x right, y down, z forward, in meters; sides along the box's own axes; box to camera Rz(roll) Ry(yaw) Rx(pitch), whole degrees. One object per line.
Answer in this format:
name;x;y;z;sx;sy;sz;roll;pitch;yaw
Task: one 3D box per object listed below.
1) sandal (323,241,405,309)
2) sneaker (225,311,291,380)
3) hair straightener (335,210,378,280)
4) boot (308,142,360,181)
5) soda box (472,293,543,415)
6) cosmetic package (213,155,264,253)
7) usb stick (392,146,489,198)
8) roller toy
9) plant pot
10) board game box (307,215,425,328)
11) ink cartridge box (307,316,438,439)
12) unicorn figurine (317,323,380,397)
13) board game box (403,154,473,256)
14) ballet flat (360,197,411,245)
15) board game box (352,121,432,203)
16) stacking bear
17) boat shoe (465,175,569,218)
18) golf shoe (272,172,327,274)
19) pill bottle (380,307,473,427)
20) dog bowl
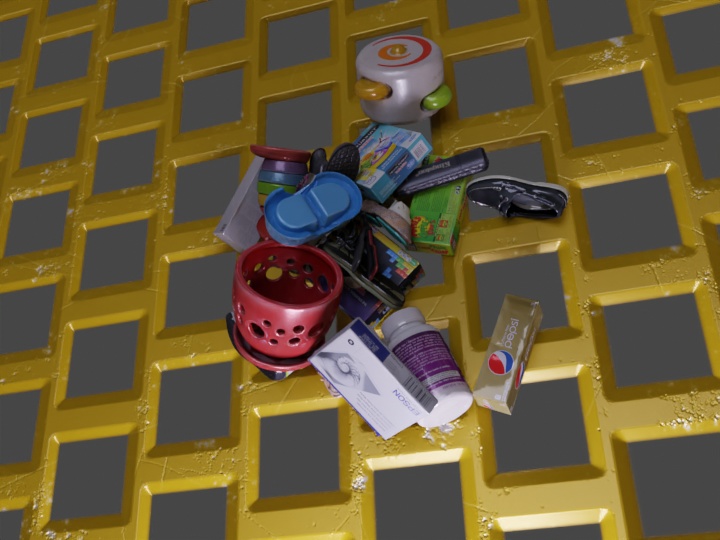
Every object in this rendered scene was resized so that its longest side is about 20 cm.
sandal;-0.002;0.014;1.616;0.201;0.080;0.057;44;121;23
sneaker;-0.187;0.144;1.692;0.083;0.072;0.200;-29;53;-31
hair straightener;-0.007;-0.060;1.621;0.077;0.041;0.201;20;35;-15
boot;-0.066;-0.206;1.729;0.069;0.201;0.132;-2;48;-26
soda box;0.264;0.147;1.524;0.064;0.068;0.201;13;69;24
cosmetic package;-0.227;-0.141;1.820;0.051;0.082;0.201;2;61;52
usb stick;0.156;-0.193;1.696;0.199;0.033;0.056;-17;56;11
roller toy;0.081;-0.404;1.790;0.199;0.140;0.183;-9;39;-1
plant pot;-0.141;0.069;1.590;0.199;0.183;0.201;8;40;-6
board game box;0.000;0.000;1.693;0.165;0.057;0.200;-46;60;-9
ink cartridge box;0.007;0.198;1.475;0.200;0.200;0.041;46;50;-1
unicorn figurine;-0.003;0.167;1.578;0.200;0.073;0.138;-54;43;41
board game box;0.157;-0.132;1.712;0.101;0.048;0.201;7;66;22
ballet flat;0.057;-0.110;1.687;0.067;0.068;0.200;-47;36;-5
board game box;0.034;-0.225;1.748;0.151;0.047;0.200;-47;31;-8
stacking bear;-0.167;-0.151;1.768;0.113;0.121;0.201;12;99;27
boat shoe;0.297;-0.132;1.651;0.198;0.075;0.066;10;56;13
golf shoe;-0.108;-0.091;1.693;0.092;0.073;0.201;17;83;-17
pill bottle;0.113;0.169;1.537;0.112;0.112;0.201;-28;60;3
dog bowl;-0.092;-0.113;1.614;0.199;0.050;0.112;-24;71;-27
